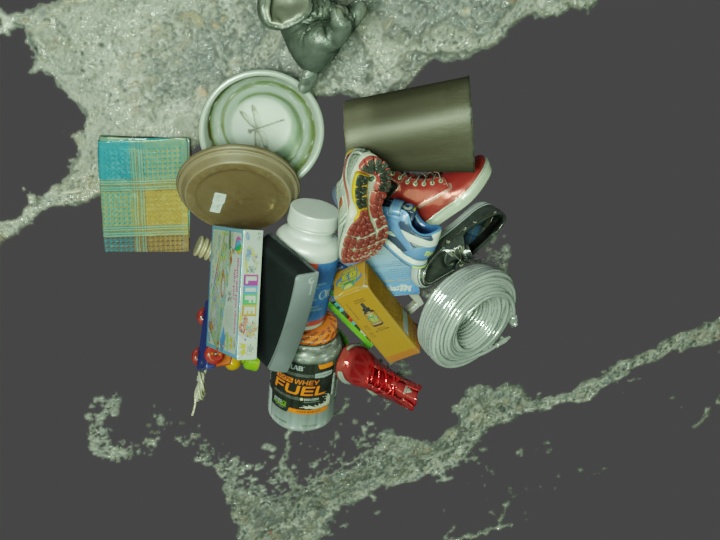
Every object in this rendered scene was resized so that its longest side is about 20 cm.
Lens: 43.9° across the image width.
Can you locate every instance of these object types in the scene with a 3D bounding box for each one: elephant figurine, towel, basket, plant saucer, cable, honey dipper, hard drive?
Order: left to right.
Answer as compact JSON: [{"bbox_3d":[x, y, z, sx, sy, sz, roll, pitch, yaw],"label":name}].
[{"bbox_3d":[-0.352,-0.124,1.467,0.146,0.022,0.201,0,115,-9],"label":"towel"},{"bbox_3d":[-0.196,-0.125,1.435,0.199,0.030,0.200,-2,145,-1],"label":"plant saucer"},{"bbox_3d":[-0.189,-0.006,1.537,0.199,0.038,0.038,23,108,-20],"label":"honey dipper"},{"bbox_3d":[-0.159,-0.228,1.435,0.199,0.050,0.201,-4,117,-8],"label":"plant saucer"},{"bbox_3d":[-0.142,0.055,1.431,0.042,0.135,0.201,-15,134,-45],"label":"hard drive"},{"bbox_3d":[-0.101,-0.406,1.342,0.200,0.155,0.141,37,147,-11],"label":"elephant figurine"},{"bbox_3d":[0.078,-0.222,1.424,0.199,0.137,0.180,-4,154,7],"label":"basket"},{"bbox_3d":[0.189,0.078,1.572,0.199,0.069,0.201,-28,138,-25],"label":"cable"}]

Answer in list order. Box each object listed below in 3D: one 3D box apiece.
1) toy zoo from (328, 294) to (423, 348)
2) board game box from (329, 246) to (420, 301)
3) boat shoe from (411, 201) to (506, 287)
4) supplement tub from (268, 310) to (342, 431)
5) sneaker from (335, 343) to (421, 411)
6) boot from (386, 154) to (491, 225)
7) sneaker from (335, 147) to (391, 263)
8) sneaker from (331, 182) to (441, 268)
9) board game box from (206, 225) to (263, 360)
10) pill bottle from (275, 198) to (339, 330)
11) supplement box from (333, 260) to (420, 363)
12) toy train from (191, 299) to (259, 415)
[{"bbox_3d":[0.021,0.057,1.608,0.200,0.020,0.131,-41,113,9],"label":"toy zoo"},{"bbox_3d":[0.000,0.000,1.546,0.199,0.019,0.103,-5,112,7],"label":"board game box"},{"bbox_3d":[0.173,-0.040,1.530,0.200,0.066,0.070,-40,125,-17],"label":"boat shoe"},{"bbox_3d":[-0.097,0.171,1.572,0.122,0.123,0.201,1,120,-10],"label":"supplement tub"},{"bbox_3d":[0.045,0.189,1.578,0.200,0.115,0.079,31,77,-57],"label":"sneaker"},{"bbox_3d":[0.110,-0.155,1.506,0.200,0.072,0.144,-39,112,12],"label":"boot"},{"bbox_3d":[0.000,-0.100,1.400,0.078,0.082,0.201,-6,126,-26],"label":"sneaker"},{"bbox_3d":[0.046,-0.091,1.463,0.200,0.074,0.082,34,124,-6],"label":"sneaker"},{"bbox_3d":[-0.202,0.032,1.423,0.034,0.134,0.201,1,95,-30],"label":"board game box"},{"bbox_3d":[-0.094,-0.012,1.475,0.112,0.112,0.201,7,117,-12],"label":"pill bottle"},{"bbox_3d":[0.030,0.074,1.535,0.066,0.069,0.200,-21,134,20],"label":"supplement box"},{"bbox_3d":[-0.225,0.155,1.540,0.115,0.085,0.201,12,77,-27],"label":"toy train"}]
